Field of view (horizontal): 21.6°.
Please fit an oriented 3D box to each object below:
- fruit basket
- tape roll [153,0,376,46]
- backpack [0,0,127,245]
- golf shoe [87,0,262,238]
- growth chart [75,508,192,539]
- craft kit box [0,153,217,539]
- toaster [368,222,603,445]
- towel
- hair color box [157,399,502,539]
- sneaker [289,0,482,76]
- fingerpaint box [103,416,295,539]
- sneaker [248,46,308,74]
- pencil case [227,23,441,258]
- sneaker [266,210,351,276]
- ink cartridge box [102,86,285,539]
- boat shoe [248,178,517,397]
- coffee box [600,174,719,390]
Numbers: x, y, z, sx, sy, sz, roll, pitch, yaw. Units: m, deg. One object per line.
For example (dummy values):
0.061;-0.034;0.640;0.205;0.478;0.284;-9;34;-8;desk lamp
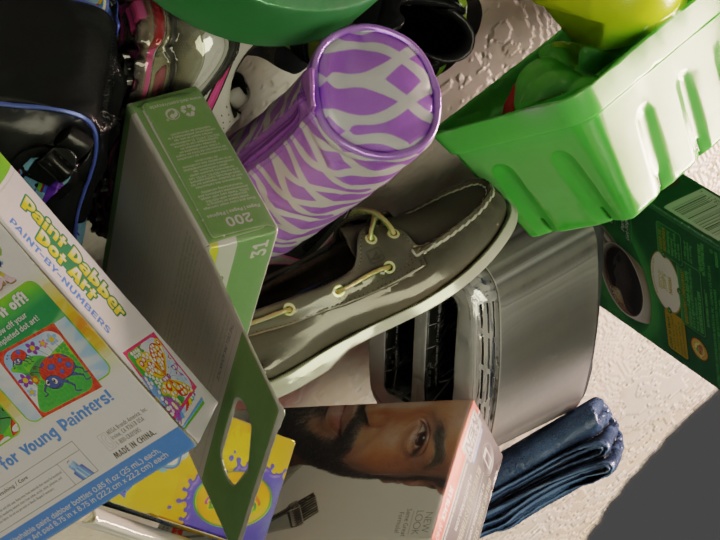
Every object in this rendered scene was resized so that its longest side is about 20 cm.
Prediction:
0.143;-0.150;1.150;0.215;0.155;0.217;6;80;-38;fruit basket
-0.056;-0.219;0.999;0.200;0.048;0.201;11;67;-29;tape roll
-0.222;-0.066;0.997;0.182;0.135;0.200;10;143;-9;backpack
-0.107;-0.080;1.064;0.092;0.073;0.200;-4;152;-23;golf shoe
-0.194;0.133;1.100;0.145;0.199;0.018;34;71;-60;growth chart
-0.206;0.048;0.924;0.200;0.049;0.198;-32;109;26;craft kit box
0.081;0.025;1.238;0.129;0.113;0.201;-28;133;-40;toaster
0.093;0.158;1.318;0.200;0.049;0.112;-32;176;12;towel
-0.021;0.144;1.193;0.064;0.199;0.111;62;35;-39;hair color box
0.035;-0.135;1.119;0.200;0.083;0.072;-16;121;-58;sneaker
-0.168;0.092;1.102;0.200;0.166;0.074;25;78;-38;fingerpaint box
-0.111;-0.152;1.080;0.199;0.074;0.081;19;123;-37;sneaker
-0.032;-0.069;1.057;0.085;0.200;0.084;6;70;-25;pencil case
-0.091;-0.011;1.169;0.199;0.080;0.087;-21;113;-30;sneaker
-0.075;0.026;0.987;0.048;0.200;0.146;-16;149;-25;ink cartridge box
0.001;0.001;1.126;0.201;0.072;0.060;-33;115;-5;boat shoe
0.194;-0.014;1.250;0.044;0.200;0.123;-26;125;-20;coffee box
